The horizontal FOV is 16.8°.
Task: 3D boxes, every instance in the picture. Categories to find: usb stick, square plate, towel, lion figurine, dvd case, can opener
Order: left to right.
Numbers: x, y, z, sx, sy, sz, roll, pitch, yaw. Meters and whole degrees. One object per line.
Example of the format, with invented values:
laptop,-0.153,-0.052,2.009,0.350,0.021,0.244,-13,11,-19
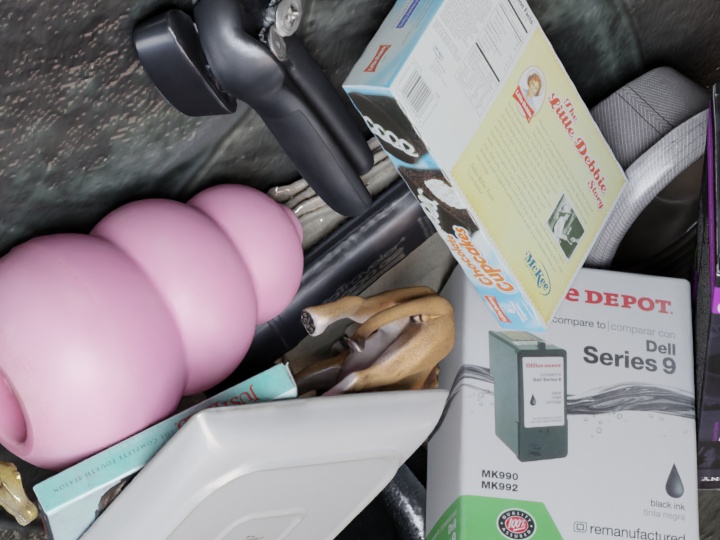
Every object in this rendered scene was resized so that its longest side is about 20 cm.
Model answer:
dvd case,-0.098,0.130,1.304,0.145,0.022,0.200,-26,156,-14
square plate,-0.066,0.136,1.294,0.199,0.029,0.198,-1,141,-49
can opener,-0.041,-0.095,1.280,0.200,0.078,0.064,41,50,-52
usb stick,-0.017,0.002,1.367,0.200,0.033,0.056,-38,155,-5
towel,0.000,0.000,1.444,0.132,0.035,0.201,-28,143,-18
lion figurine,0.013,0.050,1.349,0.122,0.073,0.200,-20,172,-23

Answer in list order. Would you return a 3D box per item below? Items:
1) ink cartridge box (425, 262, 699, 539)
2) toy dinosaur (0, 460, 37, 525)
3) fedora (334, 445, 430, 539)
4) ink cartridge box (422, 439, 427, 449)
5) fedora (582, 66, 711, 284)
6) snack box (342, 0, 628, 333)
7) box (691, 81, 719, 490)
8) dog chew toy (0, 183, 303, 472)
ink cartridge box,0.116,0.101,1.419,0.145,0.201,0.084,7,154,-11
toy dinosaur,-0.264,0.097,1.251,0.198,0.059,0.101,12,145,-9
fedora,0.001,0.171,1.518,0.091,0.200,0.202,-26,145,-46
ink cartridge box,0.068,0.141,1.621,0.145,0.084,0.201,-4,131,-44
fedora,0.182,-0.055,1.517,0.177,0.090,0.200,-38,153,-5
snack box,0.074,-0.074,1.340,0.117,0.037,0.200,-58,133,-27
box,0.213,0.012,1.405,0.036,0.144,0.201,3,140,4
dog chew toy,-0.112,0.021,1.281,0.199,0.124,0.125,-31,145,-30
